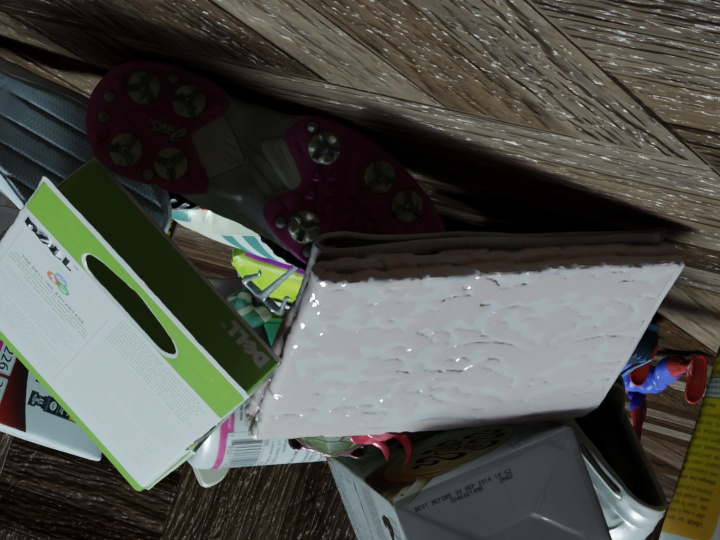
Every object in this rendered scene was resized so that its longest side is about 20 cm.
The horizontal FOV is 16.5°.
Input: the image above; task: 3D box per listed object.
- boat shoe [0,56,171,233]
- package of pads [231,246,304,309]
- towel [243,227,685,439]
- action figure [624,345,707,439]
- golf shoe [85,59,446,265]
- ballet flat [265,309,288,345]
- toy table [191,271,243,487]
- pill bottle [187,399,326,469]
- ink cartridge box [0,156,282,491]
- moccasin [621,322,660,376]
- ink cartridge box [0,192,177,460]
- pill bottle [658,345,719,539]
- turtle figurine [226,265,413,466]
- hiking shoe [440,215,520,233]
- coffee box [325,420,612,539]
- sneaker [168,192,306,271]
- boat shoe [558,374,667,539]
[{"bbox_3d":[-0.186,-0.080,1.383,0.200,0.074,0.067,39,-178,-1],"label":"boat shoe"},{"bbox_3d":[0.000,0.000,1.573,0.154,0.068,0.200,17,173,6],"label":"package of pads"},{"bbox_3d":[0.050,0.035,1.304,0.199,0.032,0.191,-2,151,-14],"label":"towel"},{"bbox_3d":[0.185,0.100,1.794,0.065,0.099,0.200,19,176,-9],"label":"action figure"},{"bbox_3d":[-0.047,-0.053,1.296,0.199,0.076,0.092,27,-179,-7],"label":"golf shoe"},{"bbox_3d":[0.002,0.072,1.605,0.199,0.068,0.064,18,-169,-1],"label":"ballet flat"},{"bbox_3d":[-0.099,0.055,1.842,0.117,0.184,0.200,-22,173,-12],"label":"toy table"},{"bbox_3d":[-0.024,0.074,1.704,0.199,0.114,0.113,-3,179,-16],"label":"pill bottle"},{"bbox_3d":[-0.110,0.016,1.247,0.148,0.076,0.200,48,154,-1],"label":"ink cartridge box"},{"bbox_3d":[0.142,0.060,1.669,0.080,0.068,0.200,20,171,-15],"label":"moccasin"},{"bbox_3d":[-0.201,0.018,1.691,0.084,0.201,0.175,11,170,42],"label":"ink cartridge box"},{"bbox_3d":[0.243,0.140,1.481,0.112,0.201,0.113,18,173,2],"label":"pill bottle"},{"bbox_3d":[-0.016,0.061,1.468,0.149,0.101,0.200,19,174,1],"label":"turtle figurine"},{"bbox_3d":[0.102,0.008,1.447,0.087,0.074,0.200,45,-170,27],"label":"hiking shoe"},{"bbox_3d":[0.060,0.135,1.466,0.113,0.080,0.200,-22,-172,-9],"label":"coffee box"},{"bbox_3d":[-0.040,-0.039,1.397,0.199,0.071,0.093,18,-179,28],"label":"sneaker"},{"bbox_3d":[0.137,0.084,1.540,0.073,0.200,0.065,3,141,-42],"label":"boat shoe"}]
